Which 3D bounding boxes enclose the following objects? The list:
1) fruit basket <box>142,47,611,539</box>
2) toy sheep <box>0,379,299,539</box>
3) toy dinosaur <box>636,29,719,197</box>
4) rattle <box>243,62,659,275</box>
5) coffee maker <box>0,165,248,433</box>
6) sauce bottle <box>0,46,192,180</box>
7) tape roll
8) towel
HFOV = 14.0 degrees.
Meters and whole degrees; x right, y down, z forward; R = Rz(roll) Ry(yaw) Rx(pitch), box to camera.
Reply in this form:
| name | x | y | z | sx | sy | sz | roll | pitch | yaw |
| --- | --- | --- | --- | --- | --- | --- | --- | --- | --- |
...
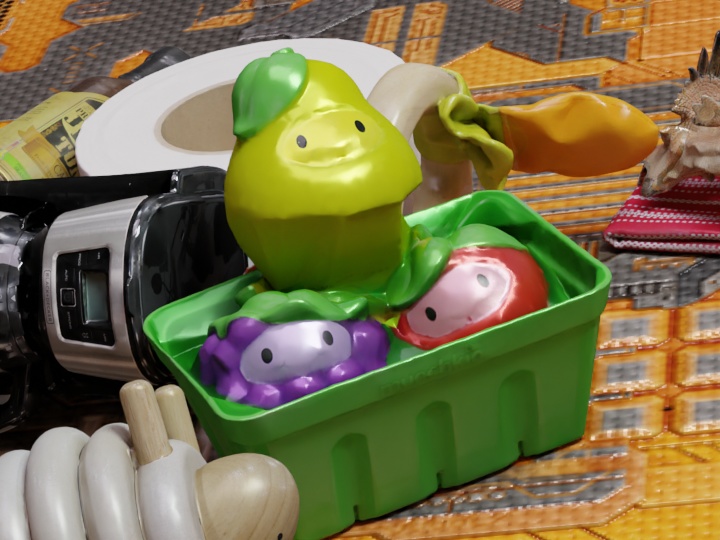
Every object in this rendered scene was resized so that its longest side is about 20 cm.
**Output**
| name | x | y | z | sx | sy | sz | roll | pitch | yaw |
| --- | --- | --- | --- | --- | --- | --- | --- | --- | --- |
| fruit basket | 0.000 | 0.000 | 1.394 | 0.215 | 0.216 | 0.156 | -20 | 28 | -16 |
| toy sheep | -0.120 | 0.128 | 1.276 | 0.200 | 0.138 | 0.138 | -20 | 25 | 11 |
| toy dinosaur | 0.239 | -0.078 | 1.535 | 0.200 | 0.086 | 0.136 | -5 | 22 | 9 |
| rattle | 0.047 | -0.022 | 1.512 | 0.143 | 0.130 | 0.200 | 23 | 29 | 14 |
| coffee maker | -0.161 | -0.002 | 1.534 | 0.200 | 0.135 | 0.192 | 0 | 28 | 20 |
| sauce bottle | -0.172 | -0.077 | 1.757 | 0.065 | 0.065 | 0.200 | 11 | 36 | 37 |
| tape roll | -0.058 | -0.060 | 1.675 | 0.202 | 0.071 | 0.203 | -9 | 26 | 5 |
| towel | 0.232 | -0.064 | 1.619 | 0.144 | 0.023 | 0.200 | 3 | 31 | 28 |
